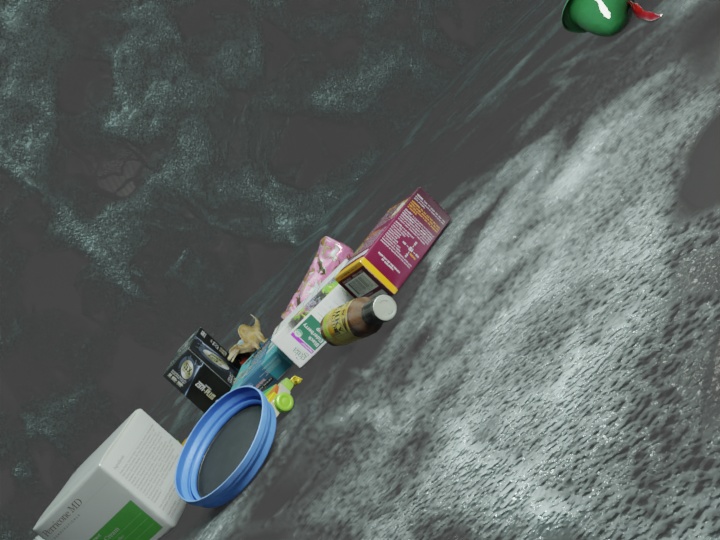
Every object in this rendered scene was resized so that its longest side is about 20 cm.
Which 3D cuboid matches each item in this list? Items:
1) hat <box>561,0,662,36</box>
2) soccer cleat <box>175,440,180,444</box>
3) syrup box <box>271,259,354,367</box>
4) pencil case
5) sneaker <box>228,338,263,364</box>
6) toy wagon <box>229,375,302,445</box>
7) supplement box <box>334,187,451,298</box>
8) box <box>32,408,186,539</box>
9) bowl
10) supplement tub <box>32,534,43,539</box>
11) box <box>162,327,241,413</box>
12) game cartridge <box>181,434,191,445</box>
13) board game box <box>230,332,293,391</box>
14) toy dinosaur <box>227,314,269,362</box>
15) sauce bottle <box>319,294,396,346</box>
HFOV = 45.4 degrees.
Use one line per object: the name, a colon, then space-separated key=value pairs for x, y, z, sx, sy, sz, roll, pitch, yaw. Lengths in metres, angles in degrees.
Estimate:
hat: x=0.482 y=-0.448 z=1.590 sx=0.199 sy=0.177 sz=0.166 roll=3 pitch=-38 yaw=-49
soccer cleat: x=-0.469 y=0.444 z=1.949 sx=0.200 sy=0.068 sz=0.081 roll=-38 pitch=-6 yaw=39
syrup box: x=-0.070 y=0.080 z=1.609 sx=0.200 sy=0.079 sz=0.081 roll=-44 pitch=9 yaw=12
pencil case: x=-0.083 y=0.034 z=1.731 sx=0.201 sy=0.083 sz=0.087 roll=-63 pitch=14 yaw=-2
sneaker: x=-0.317 y=0.238 z=2.075 sx=0.200 sy=0.078 sz=0.090 roll=-46 pitch=12 yaw=0
toy wagon: x=-0.170 y=0.247 z=1.461 sx=0.155 sy=0.040 sz=0.200 roll=-35 pitch=15 yaw=51
supplement box: x=0.058 y=-0.039 z=1.520 sx=0.200 sy=0.086 sz=0.110 roll=-52 pitch=10 yaw=-30
box: x=-0.419 y=0.398 z=1.519 sx=0.199 sy=0.171 sz=0.200 roll=-43 pitch=9 yaw=17
bowl: x=-0.207 y=0.275 z=1.336 sx=0.200 sy=0.039 sz=0.201 roll=-35 pitch=31 yaw=25
supplement tub: x=-0.644 y=0.628 z=1.681 sx=0.200 sy=0.132 sz=0.132 roll=-49 pitch=9 yaw=-24
box: x=-0.339 y=0.231 z=1.924 sx=0.086 sy=0.164 sz=0.200 roll=-46 pitch=8 yaw=5
game cartridge: x=-0.345 y=0.370 z=1.758 sx=0.176 sy=0.032 sz=0.200 roll=-42 pitch=11 yaw=27
board game box: x=-0.196 y=0.197 z=1.781 sx=0.151 sy=0.047 sz=0.200 roll=-45 pitch=9 yaw=11
toy dinosaur: x=-0.238 y=0.158 z=1.974 sx=0.058 sy=0.101 sz=0.200 roll=-42 pitch=10 yaw=25
sauce bottle: x=-0.003 y=0.076 z=1.363 sx=0.065 sy=0.065 sz=0.200 roll=-51 pitch=9 yaw=-27
